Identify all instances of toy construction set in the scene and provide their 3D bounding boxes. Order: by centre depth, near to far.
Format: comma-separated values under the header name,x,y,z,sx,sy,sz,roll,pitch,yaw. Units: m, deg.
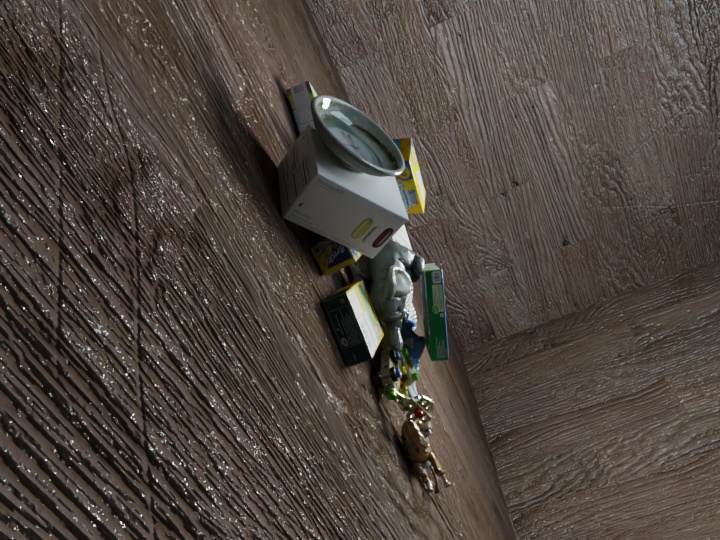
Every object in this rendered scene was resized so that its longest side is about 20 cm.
name,x,y,z,sx,sy,sz,roll,pitch,yaw
toy construction set,0.081,0.235,1.292,0.200,0.092,0.131,-117,-179,-66

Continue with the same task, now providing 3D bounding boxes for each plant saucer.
name,x,y,z,sx,sy,sz,roll,pitch,yaw
plant saucer,-0.013,-0.225,1.091,0.200,0.050,0.200,31,30,-20

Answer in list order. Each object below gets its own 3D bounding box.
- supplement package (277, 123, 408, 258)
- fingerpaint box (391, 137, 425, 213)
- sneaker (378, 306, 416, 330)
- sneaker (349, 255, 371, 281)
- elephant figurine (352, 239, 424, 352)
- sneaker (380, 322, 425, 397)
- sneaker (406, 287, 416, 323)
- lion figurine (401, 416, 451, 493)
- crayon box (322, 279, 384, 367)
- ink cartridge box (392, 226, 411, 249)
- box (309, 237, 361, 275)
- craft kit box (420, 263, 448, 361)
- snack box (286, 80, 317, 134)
name,x,y,z,sx,sy,sz,roll,pitch,yaw
supplement package,-0.034,-0.141,1.121,0.200,0.111,0.156,23,35,-30
fingerpaint box,0.056,-0.216,1.469,0.200,0.166,0.074,66,28,-56
sneaker,0.075,0.093,1.556,0.074,0.082,0.200,-94,159,-54
sneaker,0.000,0.000,1.455,0.200,0.073,0.085,63,-28,18
elephant figurine,0.057,0.038,1.301,0.200,0.155,0.142,-65,180,-46
sneaker,0.117,0.213,1.455,0.076,0.105,0.201,-55,123,-79
sneaker,0.094,0.083,1.639,0.075,0.082,0.201,-54,142,-50
lion figurine,0.132,0.393,1.306,0.200,0.072,0.123,79,-16,-54
crayon box,-0.010,0.095,1.173,0.200,0.051,0.126,-33,101,-80
ink cartridge box,0.075,-0.068,1.561,0.116,0.067,0.200,43,24,-40
box,-0.040,-0.045,1.246,0.064,0.070,0.200,63,10,-6
craft kit box,0.168,0.089,1.427,0.198,0.048,0.201,-38,124,-84
snack box,-0.104,-0.334,1.527,0.169,0.067,0.201,45,25,-71
